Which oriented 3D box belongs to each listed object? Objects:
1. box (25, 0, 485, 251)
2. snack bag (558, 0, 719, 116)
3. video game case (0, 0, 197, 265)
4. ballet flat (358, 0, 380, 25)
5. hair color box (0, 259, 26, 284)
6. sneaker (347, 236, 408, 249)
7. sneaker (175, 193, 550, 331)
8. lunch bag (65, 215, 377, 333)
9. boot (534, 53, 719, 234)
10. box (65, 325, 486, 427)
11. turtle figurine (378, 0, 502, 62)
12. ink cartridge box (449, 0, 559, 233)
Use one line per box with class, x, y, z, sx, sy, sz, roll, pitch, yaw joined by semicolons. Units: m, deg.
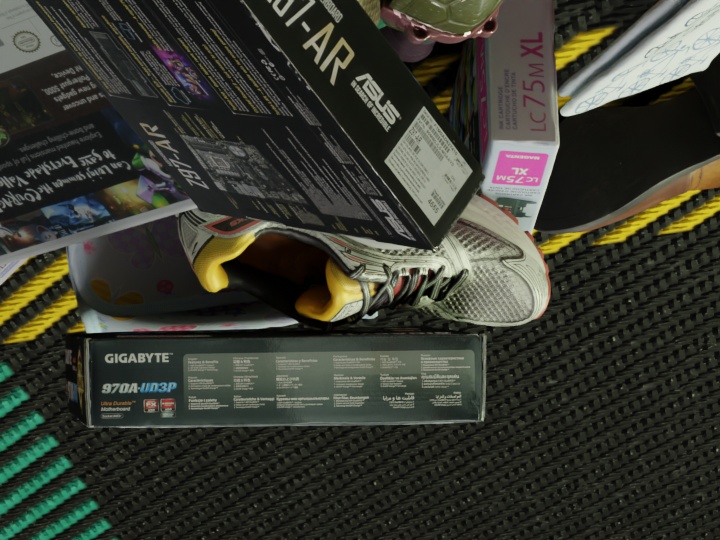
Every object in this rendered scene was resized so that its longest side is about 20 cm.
box;-0.060;-0.095;1.211;0.160;0.044;0.200;10;147;49
snack bag;0.211;-0.147;1.428;0.200;0.021;0.189;-23;169;-38
video game case;-0.171;-0.089;1.395;0.199;0.023;0.182;-15;122;40
ballet flat;-0.016;-0.156;1.264;0.046;0.067;0.200;-44;159;-5
hair color box;-0.271;-0.042;1.564;0.199;0.065;0.109;13;147;-32
sneaker;-0.035;-0.085;1.340;0.074;0.200;0.116;-44;-177;1
sneaker;0.000;0.000;1.444;0.199;0.082;0.078;12;135;-18
lunch bag;-0.074;-0.037;1.541;0.169;0.128;0.200;-5;160;-4
boot;0.209;-0.058;1.679;0.188;0.069;0.200;-36;150;23
box;-0.047;0.053;1.486;0.199;0.046;0.159;-1;180;-8
turtle figurine;0.031;-0.153;1.383;0.149;0.101;0.200;4;157;-23
ink cartridge box;0.072;-0.071;1.529;0.042;0.120;0.200;1;154;-2
